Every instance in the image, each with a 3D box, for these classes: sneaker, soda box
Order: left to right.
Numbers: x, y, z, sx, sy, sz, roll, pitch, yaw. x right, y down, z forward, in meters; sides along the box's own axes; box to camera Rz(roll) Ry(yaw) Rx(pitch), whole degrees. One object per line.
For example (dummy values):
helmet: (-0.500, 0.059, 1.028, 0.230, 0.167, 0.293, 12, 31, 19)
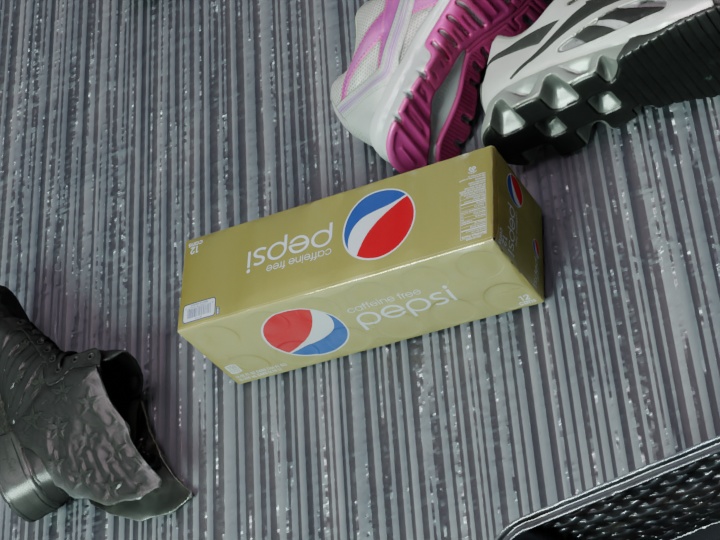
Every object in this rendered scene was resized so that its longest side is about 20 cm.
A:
sneaker: (-0.172, 0.072, 1.103, 0.104, 0.060, 0.200, -30, 53, 15)
soda box: (0.000, 0.000, 1.027, 0.199, 0.068, 0.064, -16, 52, 25)
sneaker: (0.045, -0.155, 1.094, 0.088, 0.081, 0.200, 23, 74, 40)
sneaker: (0.153, -0.134, 1.013, 0.199, 0.074, 0.089, -18, 54, 23)

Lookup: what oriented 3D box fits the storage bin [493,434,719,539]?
storage bin: (0.164, 0.149, 0.769, 0.200, 0.094, 0.136, -27, 57, 27)
